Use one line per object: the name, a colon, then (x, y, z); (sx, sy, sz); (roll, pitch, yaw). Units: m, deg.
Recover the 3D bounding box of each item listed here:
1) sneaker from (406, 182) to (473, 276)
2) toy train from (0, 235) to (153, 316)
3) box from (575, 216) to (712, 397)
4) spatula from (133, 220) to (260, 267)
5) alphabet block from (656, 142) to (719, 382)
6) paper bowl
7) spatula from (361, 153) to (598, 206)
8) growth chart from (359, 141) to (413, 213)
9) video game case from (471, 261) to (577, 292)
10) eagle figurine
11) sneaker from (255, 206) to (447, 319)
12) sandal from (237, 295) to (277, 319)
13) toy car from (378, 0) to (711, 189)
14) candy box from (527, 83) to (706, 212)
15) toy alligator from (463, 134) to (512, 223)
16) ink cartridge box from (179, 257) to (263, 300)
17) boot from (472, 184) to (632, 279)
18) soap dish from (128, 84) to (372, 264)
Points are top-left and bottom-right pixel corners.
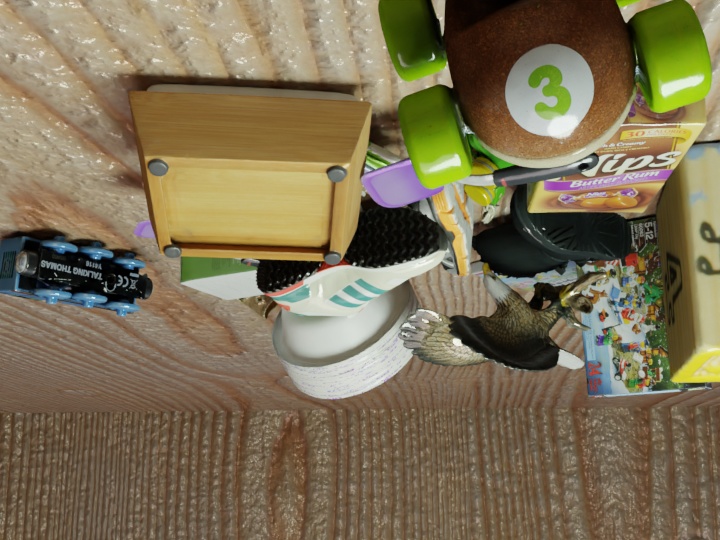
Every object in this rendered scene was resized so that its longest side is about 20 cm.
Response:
sneaker: (0.079, -0.053, 0.933); (0.076, 0.080, 0.200); (-2, 154, 15)
toy train: (-0.369, 0.008, 1.126); (0.113, 0.088, 0.199); (-1, 169, 39)
box: (0.330, 0.043, 1.023); (0.135, 0.204, 0.037); (-10, 165, 32)
spatula: (-0.137, -0.022, 0.902); (0.197, 0.021, 0.056); (18, 158, -21)
alphabet block: (0.409, -0.003, 0.865); (0.192, 0.204, 0.196); (-4, 163, 13)
paper bowl: (-0.023, 0.060, 1.125); (0.198, 0.202, 0.105); (-8, 129, 26)
spatula: (0.099, -0.079, 0.725); (0.197, 0.021, 0.057); (-3, 149, 25)
growth chart: (-0.019, -0.056, 0.852); (0.143, 0.018, 0.201); (18, 136, -19)
video game case: (0.272, 0.003, 1.219); (0.198, 0.018, 0.142); (15, 159, -41)
eagle figurine: (0.161, 0.065, 0.979); (0.198, 0.151, 0.153); (-29, 145, -25)
sneaker: (0.000, 0.000, 0.859); (0.197, 0.071, 0.094); (-15, 145, 18)
sandal: (-0.125, 0.034, 1.231); (0.208, 0.071, 0.078); (0, 164, 0)
toy car: (0.074, -0.163, 0.435); (0.162, 0.160, 0.200); (-17, 148, 13)
candy box: (0.215, -0.109, 0.763); (0.114, 0.057, 0.200); (0, 162, 4)
toy alligator: (0.116, -0.097, 0.815); (0.054, 0.059, 0.200); (39, 167, 10)
ink cartridge box: (-0.118, -0.012, 1.087); (0.197, 0.060, 0.104); (-8, 163, 26)
boot: (0.193, -0.041, 0.984); (0.196, 0.075, 0.161); (15, 164, -37)
soap dish: (-0.093, -0.077, 0.745); (0.196, 0.082, 0.158); (1, 143, -5)
